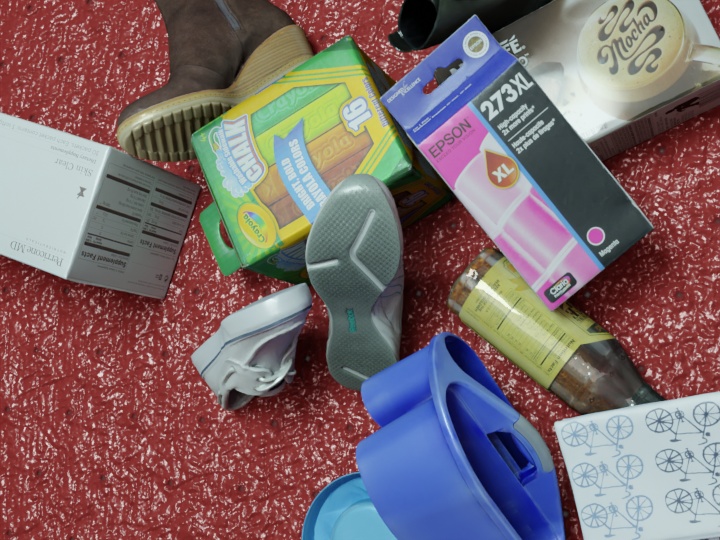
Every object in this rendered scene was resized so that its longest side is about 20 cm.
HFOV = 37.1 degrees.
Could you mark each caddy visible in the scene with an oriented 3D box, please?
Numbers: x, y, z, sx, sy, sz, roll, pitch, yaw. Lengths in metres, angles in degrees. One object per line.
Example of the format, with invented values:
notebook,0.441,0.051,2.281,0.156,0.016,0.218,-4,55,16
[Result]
caddy,0.082,0.139,0.759,0.104,0.142,0.201,-26,119,19

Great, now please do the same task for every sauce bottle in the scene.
sauce bottle,0.157,0.064,0.806,0.200,0.066,0.066,39,96,14

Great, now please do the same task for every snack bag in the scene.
snack bag,0.248,0.183,0.748,0.187,0.021,0.202,-12,95,19

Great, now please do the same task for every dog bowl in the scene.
dog bowl,0.032,0.252,0.828,0.111,0.049,0.201,-32,73,18

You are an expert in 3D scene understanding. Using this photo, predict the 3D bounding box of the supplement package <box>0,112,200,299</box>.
supplement package,-0.272,-0.063,0.931,0.198,0.156,0.112,17,89,21

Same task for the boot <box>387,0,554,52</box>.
boot,0.113,-0.231,0.772,0.078,0.137,0.201,56,144,22

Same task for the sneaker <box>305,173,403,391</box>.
sneaker,0.000,0.000,0.812,0.070,0.202,0.081,5,44,7

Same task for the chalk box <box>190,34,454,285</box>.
chalk box,-0.048,-0.071,0.867,0.199,0.124,0.126,-30,73,13

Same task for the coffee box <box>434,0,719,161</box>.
coffee box,0.169,-0.144,0.821,0.199,0.080,0.114,-25,77,15

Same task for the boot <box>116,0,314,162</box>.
boot,-0.145,-0.185,0.910,0.199,0.073,0.167,-24,65,-28

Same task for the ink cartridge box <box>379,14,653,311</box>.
ink cartridge box,0.110,-0.077,0.768,0.094,0.037,0.200,-39,88,7

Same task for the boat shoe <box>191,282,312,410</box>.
boat shoe,-0.077,0.065,0.845,0.073,0.200,0.066,-24,83,-24
